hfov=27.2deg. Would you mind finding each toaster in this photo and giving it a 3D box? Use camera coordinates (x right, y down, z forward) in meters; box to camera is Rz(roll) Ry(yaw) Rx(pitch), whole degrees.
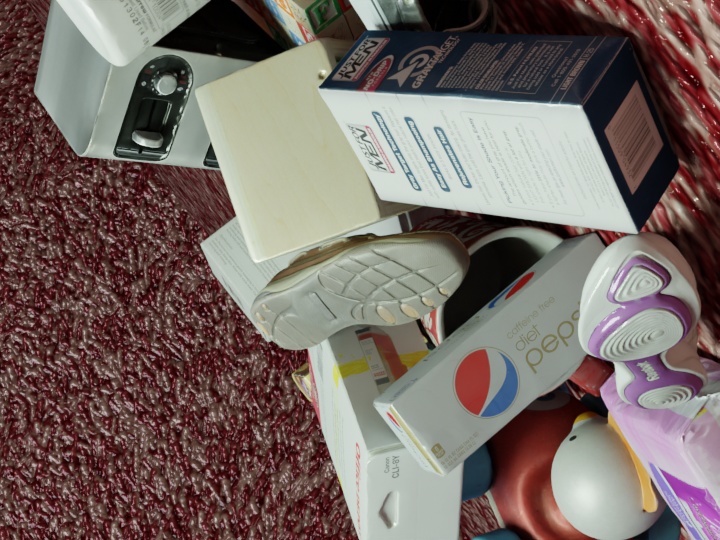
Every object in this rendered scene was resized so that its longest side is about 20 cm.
[{"bbox_3d":[-0.168,-0.170,1.251,0.179,0.120,0.200,4,-152,-34],"label":"toaster"}]

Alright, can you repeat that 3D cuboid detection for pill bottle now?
[{"bbox_3d":[-0.134,-0.252,1.087,0.115,0.200,0.114,49,171,11],"label":"pill bottle"}]

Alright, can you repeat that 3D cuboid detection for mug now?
[{"bbox_3d":[0.107,0.038,1.234,0.179,0.133,0.200,64,172,-14],"label":"mug"}]

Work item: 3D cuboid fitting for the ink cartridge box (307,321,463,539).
[{"bbox_3d":[0.017,0.118,1.218,0.201,0.082,0.146,-112,15,-46],"label":"ink cartridge box"}]

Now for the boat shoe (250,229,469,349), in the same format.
[{"bbox_3d":[0.000,0.000,1.145,0.199,0.072,0.076,-15,122,36],"label":"boat shoe"}]

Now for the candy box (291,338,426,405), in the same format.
[{"bbox_3d":[0.025,0.069,1.550,0.057,0.200,0.117,51,171,-4],"label":"candy box"}]

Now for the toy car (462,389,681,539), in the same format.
[{"bbox_3d":[0.185,0.158,1.203,0.200,0.183,0.178,123,131,-58],"label":"toy car"}]

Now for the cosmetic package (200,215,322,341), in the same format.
[{"bbox_3d":[-0.052,-0.036,1.528,0.108,0.199,0.085,51,170,20],"label":"cosmetic package"}]

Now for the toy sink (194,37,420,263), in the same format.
[{"bbox_3d":[-0.018,-0.093,1.099,0.200,0.111,0.132,-19,-90,-72],"label":"toy sink"}]

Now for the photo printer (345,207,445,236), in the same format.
[{"bbox_3d":[-0.023,-0.093,1.393,0.199,0.070,0.167,26,159,23],"label":"photo printer"}]

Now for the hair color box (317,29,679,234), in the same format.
[{"bbox_3d":[0.079,-0.086,0.884,0.199,0.061,0.100,10,143,42],"label":"hair color box"}]

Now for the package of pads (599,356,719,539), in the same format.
[{"bbox_3d":[0.263,0.151,1.062,0.201,0.075,0.120,56,172,-22],"label":"package of pads"}]

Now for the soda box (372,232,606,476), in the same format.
[{"bbox_3d":[0.108,0.060,1.087,0.068,0.199,0.064,52,170,-5],"label":"soda box"}]

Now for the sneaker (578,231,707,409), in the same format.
[{"bbox_3d":[0.171,0.015,0.930,0.200,0.074,0.101,60,-159,-62],"label":"sneaker"}]

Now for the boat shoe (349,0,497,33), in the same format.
[{"bbox_3d":[0.051,-0.156,0.944,0.070,0.073,0.200,5,150,45],"label":"boat shoe"}]

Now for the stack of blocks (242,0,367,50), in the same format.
[{"bbox_3d":[-0.060,-0.237,1.231,0.200,0.058,0.115,45,169,37],"label":"stack of blocks"}]

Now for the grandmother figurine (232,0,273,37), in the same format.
[{"bbox_3d":[-0.068,-0.204,1.417,0.201,0.060,0.121,62,176,-35],"label":"grandmother figurine"}]

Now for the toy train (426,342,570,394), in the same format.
[{"bbox_3d":[0.133,0.101,1.487,0.115,0.087,0.200,50,172,-7],"label":"toy train"}]
